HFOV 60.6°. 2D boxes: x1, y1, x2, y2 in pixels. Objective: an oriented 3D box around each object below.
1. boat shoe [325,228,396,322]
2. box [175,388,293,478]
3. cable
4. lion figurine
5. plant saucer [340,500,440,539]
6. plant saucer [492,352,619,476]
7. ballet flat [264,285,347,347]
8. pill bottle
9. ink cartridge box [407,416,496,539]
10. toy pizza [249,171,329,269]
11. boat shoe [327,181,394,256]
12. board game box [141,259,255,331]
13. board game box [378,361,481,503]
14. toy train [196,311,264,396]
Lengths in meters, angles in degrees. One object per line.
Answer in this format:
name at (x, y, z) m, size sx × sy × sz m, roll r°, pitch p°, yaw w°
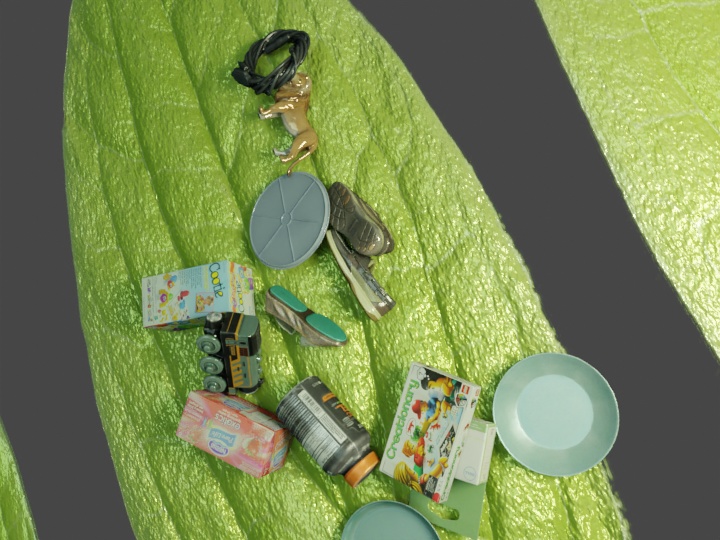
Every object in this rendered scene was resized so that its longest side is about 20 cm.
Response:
boat shoe at (0.000, 0.000, 1.162) m, size 0.065 × 0.073 × 0.201 m, roll -30°, pitch 76°, yaw 0°
box at (-0.240, 0.309, 1.193) m, size 0.199 × 0.103 × 0.095 m, roll 20°, pitch 91°, yaw 19°
cable at (-0.168, -0.422, 1.240) m, size 0.163 × 0.051 × 0.200 m, roll -45°, pitch 41°, yaw -12°
lion figurine at (-0.130, -0.295, 1.236) m, size 0.122 × 0.072 × 0.201 m, roll -21°, pitch 88°, yaw -12°
plant saucer at (0.059, 0.510, 1.101) m, size 0.199 × 0.027 × 0.201 m, roll -1°, pitch 87°, yaw 22°
plant saucer at (0.324, 0.238, 1.033) m, size 0.200 × 0.039 × 0.202 m, roll -2°, pitch 83°, yaw 20°
ballet flat at (-0.109, 0.105, 1.196) m, size 0.200 × 0.068 × 0.068 m, roll 36°, pitch 116°, yaw 25°
pill bottle at (-0.055, 0.298, 1.126) m, size 0.200 × 0.106 × 0.106 m, roll 44°, pitch 99°, yaw 18°
ink cartridge box at (0.147, 0.345, 1.064) m, size 0.145 × 0.048 × 0.201 m, roll 8°, pitch 85°, yaw 36°
toy pizza at (-0.138, -0.098, 1.221) m, size 0.199 × 0.032 × 0.201 m, roll -9°, pitch 72°, yaw 31°
boat shoe at (-0.003, -0.092, 1.168) m, size 0.075 × 0.073 × 0.200 m, roll -49°, pitch 50°, yaw 22°
board game box at (-0.327, 0.055, 1.247) m, size 0.199 × 0.103 × 0.106 m, roll -11°, pitch 76°, yaw 18°
board game box at (0.117, 0.271, 1.048) m, size 0.126 × 0.035 × 0.201 m, roll 17°, pitch 90°, yaw 37°
toy train at (-0.245, 0.163, 1.179) m, size 0.113 × 0.085 × 0.201 m, roll 5°, pitch 127°, yaw 3°
